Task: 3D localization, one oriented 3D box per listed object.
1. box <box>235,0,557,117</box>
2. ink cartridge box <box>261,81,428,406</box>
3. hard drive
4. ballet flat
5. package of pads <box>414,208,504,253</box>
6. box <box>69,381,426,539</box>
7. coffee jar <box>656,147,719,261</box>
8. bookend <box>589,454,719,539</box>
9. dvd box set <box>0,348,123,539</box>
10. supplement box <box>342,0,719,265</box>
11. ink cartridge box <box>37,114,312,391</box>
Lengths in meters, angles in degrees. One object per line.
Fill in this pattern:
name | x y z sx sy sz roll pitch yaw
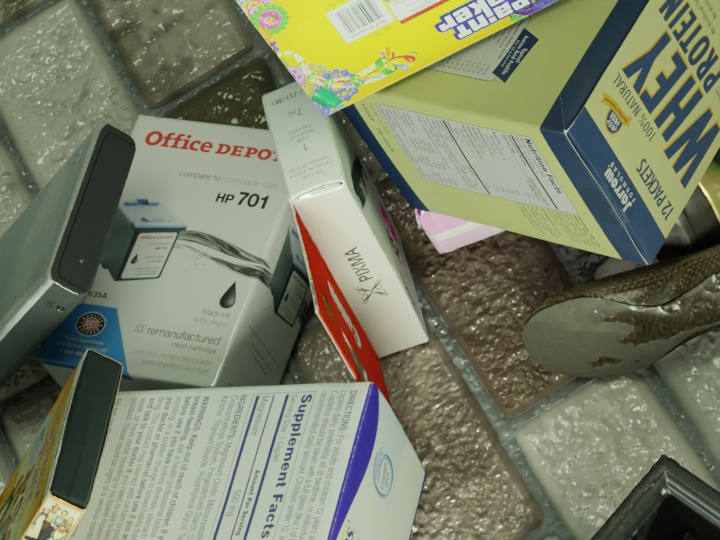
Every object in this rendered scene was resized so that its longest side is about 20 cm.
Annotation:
box | 0.024 -0.236 1.643 0.199 0.122 0.193 -25 44 15
ink cartridge box | 0.000 0.000 1.715 0.043 0.200 0.174 -20 54 6
hard drive | -0.225 0.007 1.805 0.200 0.033 0.140 -43 25 46
ballet flat | 0.194 0.018 1.701 0.199 0.068 0.046 -21 26 31
package of pads | 0.121 -0.101 1.811 0.199 0.076 0.121 -21 56 7
box | -0.081 0.174 1.672 0.199 0.105 0.185 -3 50 26
coffee jar | 0.261 -0.084 1.729 0.199 0.104 0.085 -36 52 -3
bookend | 0.195 0.249 1.549 0.198 0.092 0.200 35 77 34
dvd box set | -0.213 0.165 1.691 0.029 0.200 0.147 25 35 -13
supplement box | 0.126 -0.137 1.680 0.199 0.134 0.201 16 64 40
ink cartridge box | -0.113 0.003 1.828 0.145 0.086 0.201 7 64 26
